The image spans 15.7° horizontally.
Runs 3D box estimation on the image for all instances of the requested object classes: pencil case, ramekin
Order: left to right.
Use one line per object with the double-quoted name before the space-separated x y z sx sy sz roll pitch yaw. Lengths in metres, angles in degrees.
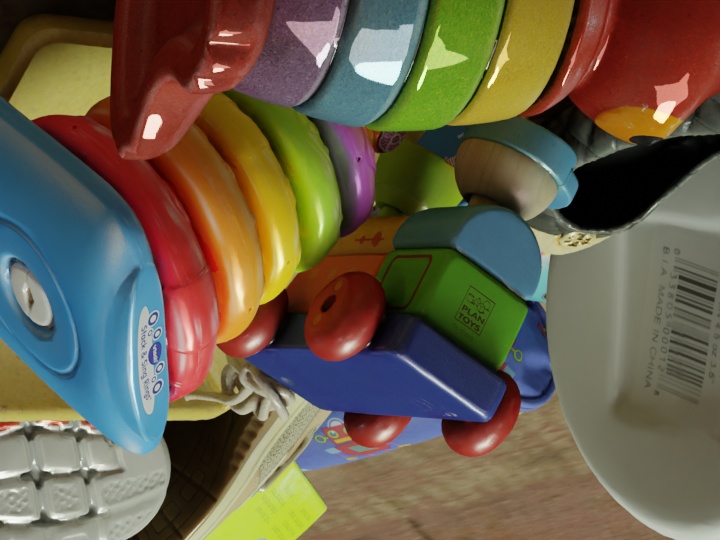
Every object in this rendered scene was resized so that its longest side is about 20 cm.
"pencil case" 0.005 0.052 1.331 0.200 0.087 0.078 -17 139 35
"ramekin" 0.164 0.019 1.060 0.097 0.201 0.200 -2 160 -35

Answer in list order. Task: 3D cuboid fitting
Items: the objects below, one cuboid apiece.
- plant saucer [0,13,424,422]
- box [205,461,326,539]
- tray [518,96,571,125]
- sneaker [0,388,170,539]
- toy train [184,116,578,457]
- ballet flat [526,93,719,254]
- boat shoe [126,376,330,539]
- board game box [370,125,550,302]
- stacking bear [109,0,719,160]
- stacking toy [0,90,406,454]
"plant saucer" -0.092 -0.025 1.009 0.200 0.049 0.200 2 133 -41
"box" -0.110 0.152 1.231 0.200 0.048 0.122 -42 163 -5
"tray" 0.136 -0.094 0.976 0.199 0.037 0.099 -14 165 2
"sneaker" -0.181 0.079 1.091 0.199 0.077 0.082 -2 -168 -21
"toy train" 0.000 0.000 1.003 0.085 0.116 0.200 36 162 -25
"ballet flat" 0.108 -0.042 0.965 0.066 0.057 0.200 -5 163 -24
"boat shoe" -0.055 0.069 1.147 0.200 0.072 0.065 -51 148 9
"board game box" 0.097 -0.037 1.203 0.151 0.047 0.200 -26 159 34
"stacking bear" 0.034 -0.090 0.815 0.199 0.114 0.121 6 165 -19
"stacking toy" -0.038 -0.034 0.926 0.200 0.110 0.116 -30 140 -30
